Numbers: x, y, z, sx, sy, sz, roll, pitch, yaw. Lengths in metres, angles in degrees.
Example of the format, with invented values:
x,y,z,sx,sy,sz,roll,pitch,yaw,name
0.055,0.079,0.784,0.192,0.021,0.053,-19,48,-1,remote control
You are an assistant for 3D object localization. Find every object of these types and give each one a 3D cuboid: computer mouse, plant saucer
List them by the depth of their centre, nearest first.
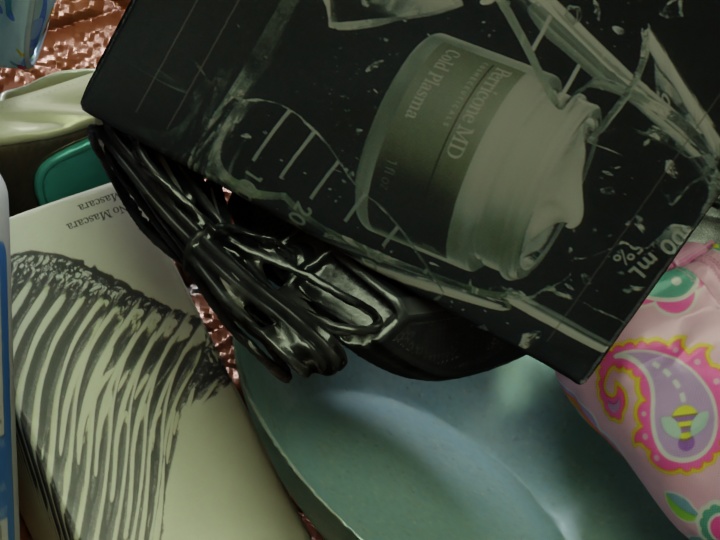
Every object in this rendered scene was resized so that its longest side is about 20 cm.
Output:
x,y,z,sx,sy,sz,roll,pitch,yaw,name
0.000,0.000,0.813,0.199,0.053,0.139,2,39,-45,computer mouse
0.033,0.077,0.821,0.200,0.039,0.201,28,25,-14,plant saucer

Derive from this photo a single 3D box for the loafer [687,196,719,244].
x,y,z,sx,sy,sz,roll,pitch,yaw,name
0.185,-0.020,0.920,0.199,0.068,0.071,0,103,-13,loafer

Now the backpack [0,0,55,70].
x,y,z,sx,sy,sz,roll,pitch,yaw,name
-0.176,-0.168,0.839,0.146,0.184,0.200,0,37,-10,backpack

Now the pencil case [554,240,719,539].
x,y,z,sx,sy,sz,roll,pitch,yaw,name
0.157,0.083,0.821,0.087,0.088,0.200,-31,72,-26,pencil case

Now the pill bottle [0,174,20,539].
x,y,z,sx,sy,sz,roll,pitch,yaw,name
-0.169,0.018,0.747,0.112,0.112,0.201,-2,95,-16,pill bottle

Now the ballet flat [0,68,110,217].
x,y,z,sx,sy,sz,roll,pitch,yaw,name
-0.139,-0.040,0.865,0.199,0.070,0.070,-18,69,-24,ballet flat

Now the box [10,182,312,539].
x,y,z,sx,sy,sz,roll,pitch,yaw,name
-0.078,0.074,0.812,0.082,0.068,0.201,-22,70,-22,box

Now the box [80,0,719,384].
x,y,z,sx,sy,sz,roll,pitch,yaw,name
0.044,-0.106,0.756,0.196,0.200,0.124,28,28,-8,box
